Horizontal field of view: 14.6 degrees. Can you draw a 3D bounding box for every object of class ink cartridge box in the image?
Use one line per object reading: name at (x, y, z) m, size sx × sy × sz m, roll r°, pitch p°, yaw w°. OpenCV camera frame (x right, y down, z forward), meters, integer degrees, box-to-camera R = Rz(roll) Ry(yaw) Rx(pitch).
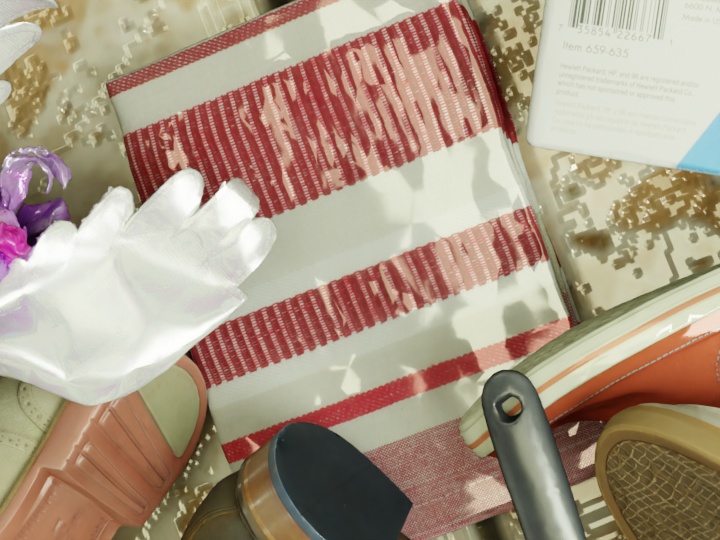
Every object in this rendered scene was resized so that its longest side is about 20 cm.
ink cartridge box at (0.132, -0.132, 0.955) m, size 0.115 × 0.067 × 0.201 m, roll 10°, pitch 94°, yaw 17°

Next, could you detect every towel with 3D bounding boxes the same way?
towel at (0.000, 0.000, 1.020) m, size 0.144 × 0.023 × 0.201 m, roll -21°, pitch 84°, yaw 17°

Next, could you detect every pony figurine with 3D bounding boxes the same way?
pony figurine at (-0.153, -0.001, 0.978) m, size 0.166 × 0.200 × 0.193 m, roll 41°, pitch 85°, yaw -31°

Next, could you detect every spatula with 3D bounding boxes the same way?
spatula at (0.075, 0.128, 0.907) m, size 0.056 × 0.021 × 0.201 m, roll -20°, pitch 81°, yaw 17°

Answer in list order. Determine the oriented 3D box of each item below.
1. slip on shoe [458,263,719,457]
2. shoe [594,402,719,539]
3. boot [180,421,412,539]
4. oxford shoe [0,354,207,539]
slip on shoe at (0.129, 0.027, 0.946) m, size 0.199 × 0.074 × 0.061 m, roll -20°, pitch 90°, yaw 1°
shoe at (0.164, 0.098, 0.870) m, size 0.200 × 0.053 × 0.070 m, roll 31°, pitch 132°, yaw 18°
boot at (0.008, 0.153, 0.999) m, size 0.097 × 0.075 × 0.200 m, roll -37°, pitch 94°, yaw 32°
oxford shoe at (-0.140, 0.102, 1.024) m, size 0.074 × 0.071 × 0.200 m, roll 28°, pitch 71°, yaw 44°
